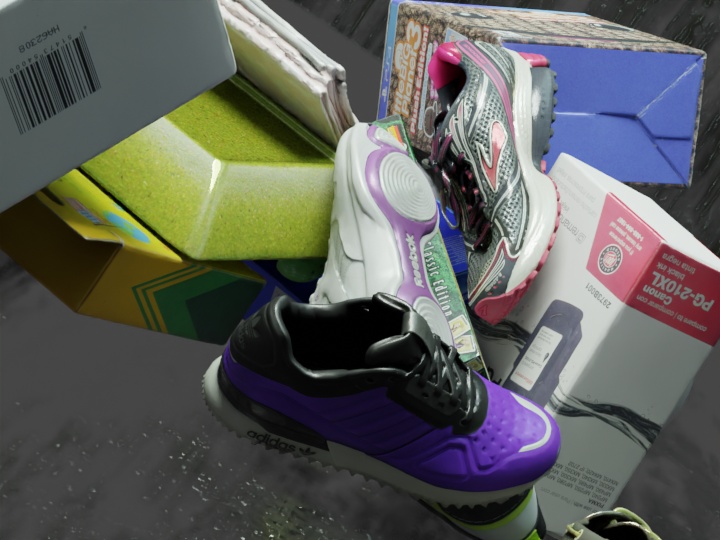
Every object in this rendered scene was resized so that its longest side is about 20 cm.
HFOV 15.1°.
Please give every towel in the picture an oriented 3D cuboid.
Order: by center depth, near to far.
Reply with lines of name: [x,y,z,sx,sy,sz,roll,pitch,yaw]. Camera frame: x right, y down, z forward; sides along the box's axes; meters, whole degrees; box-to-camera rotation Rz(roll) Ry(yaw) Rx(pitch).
towel: [-0.068,-0.134,1.712,0.200,0.032,0.191,41,-11,22]

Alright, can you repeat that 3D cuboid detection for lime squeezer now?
lime squeezer: [-0.049,-0.027,1.688,0.071,0.038,0.200,27,20,-4]

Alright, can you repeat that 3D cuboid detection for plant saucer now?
plant saucer: [-0.097,-0.081,1.625,0.200,0.048,0.200,39,21,27]

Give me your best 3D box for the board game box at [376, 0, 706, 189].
board game box: [0.123,-0.125,1.894,0.159,0.097,0.200,2,12,-22]

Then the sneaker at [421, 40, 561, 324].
sneaker: [0.076,-0.055,1.705,0.075,0.081,0.200,15,52,-21]

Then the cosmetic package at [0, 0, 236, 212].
cosmetic package: [-0.209,-0.144,1.440,0.200,0.199,0.123,43,-22,41]

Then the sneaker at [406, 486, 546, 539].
sneaker: [0.042,0.108,1.579,0.200,0.072,0.083,46,-9,49]

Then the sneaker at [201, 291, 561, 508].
sneaker: [0.024,0.062,1.442,0.200,0.100,0.070,14,45,-16]

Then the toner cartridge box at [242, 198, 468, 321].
toner cartridge box: [0.000,0.000,1.768,0.095,0.043,0.200,40,33,26]

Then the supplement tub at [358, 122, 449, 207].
supplement tub: [0.005,-0.042,1.972,0.122,0.123,0.200,33,10,-4]

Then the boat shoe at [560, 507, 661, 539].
boat shoe: [0.146,0.172,1.555,0.072,0.060,0.202,36,10,13]

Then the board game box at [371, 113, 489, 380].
board game box: [0.050,0.008,1.673,0.105,0.023,0.200,64,7,-52]

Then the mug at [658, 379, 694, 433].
mug: [0.148,0.040,1.877,0.200,0.175,0.148,40,11,34]

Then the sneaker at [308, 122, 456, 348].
sneaker: [-0.003,0.002,1.575,0.075,0.100,0.200,30,42,-39]

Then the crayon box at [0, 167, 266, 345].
crayon box: [-0.155,-0.022,1.541,0.127,0.051,0.200,39,10,26]

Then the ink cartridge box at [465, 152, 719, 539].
ink cartridge box: [0.133,0.050,1.709,0.084,0.200,0.145,25,13,-31]
